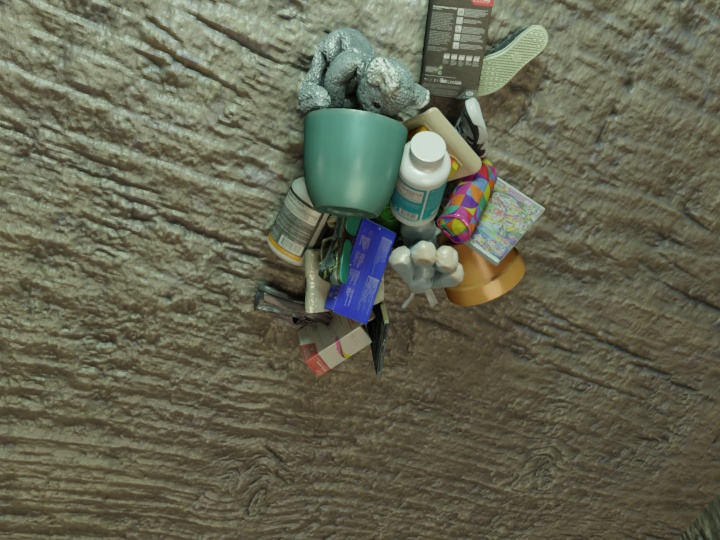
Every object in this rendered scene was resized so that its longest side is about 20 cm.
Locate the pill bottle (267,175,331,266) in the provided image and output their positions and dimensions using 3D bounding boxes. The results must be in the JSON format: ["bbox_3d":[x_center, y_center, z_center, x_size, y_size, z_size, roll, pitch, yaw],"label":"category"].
[{"bbox_3d":[-0.110,-0.121,1.335,0.114,0.117,0.203,18,115,-27],"label":"pill bottle"}]

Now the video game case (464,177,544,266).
[{"bbox_3d":[0.301,-0.114,1.409,0.200,0.142,0.018,-43,159,-27],"label":"video game case"}]

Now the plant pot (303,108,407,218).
[{"bbox_3d":[-0.018,-0.187,1.177,0.195,0.200,0.166,9,87,-22],"label":"plant pot"}]

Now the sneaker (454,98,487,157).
[{"bbox_3d":[0.204,-0.279,1.321,0.111,0.077,0.200,-17,162,9],"label":"sneaker"}]

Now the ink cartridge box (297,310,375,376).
[{"bbox_3d":[-0.047,0.149,1.528,0.197,0.117,0.068,-32,127,6],"label":"ink cartridge box"}]

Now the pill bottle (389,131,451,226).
[{"bbox_3d":[0.120,-0.185,1.268,0.108,0.113,0.201,-11,154,-10],"label":"pill bottle"}]

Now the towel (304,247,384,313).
[{"bbox_3d":[-0.033,0.014,1.360,0.196,0.034,0.137,-4,97,-32],"label":"towel"}]

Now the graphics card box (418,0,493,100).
[{"bbox_3d":[0.184,-0.444,1.243,0.122,0.051,0.205,5,121,1],"label":"graphics card box"}]

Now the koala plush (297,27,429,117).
[{"bbox_3d":[0.018,-0.344,1.160,0.176,0.197,0.189,13,96,-55],"label":"koala plush"}]

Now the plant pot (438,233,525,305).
[{"bbox_3d":[0.268,-0.033,1.481,0.197,0.201,0.142,-28,110,2],"label":"plant pot"}]

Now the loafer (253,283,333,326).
[{"bbox_3d":[-0.159,0.096,1.478,0.197,0.072,0.064,26,80,-22],"label":"loafer"}]

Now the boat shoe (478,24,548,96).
[{"bbox_3d":[0.293,-0.428,1.301,0.198,0.063,0.075,-34,109,23],"label":"boat shoe"}]

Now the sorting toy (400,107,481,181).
[{"bbox_3d":[0.126,-0.237,1.324,0.197,0.037,0.184,-15,137,42],"label":"sorting toy"}]

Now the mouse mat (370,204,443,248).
[{"bbox_3d":[0.075,-0.139,1.425,0.160,0.008,0.198,-37,126,27],"label":"mouse mat"}]

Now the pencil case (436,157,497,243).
[{"bbox_3d":[0.233,-0.153,1.372,0.086,0.202,0.090,20,143,16],"label":"pencil case"}]

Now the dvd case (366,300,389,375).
[{"bbox_3d":[0.039,0.121,1.487,0.015,0.202,0.152,1,122,-9],"label":"dvd case"}]

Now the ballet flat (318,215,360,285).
[{"bbox_3d":[-0.044,-0.073,1.280,0.073,0.074,0.205,23,73,-29],"label":"ballet flat"}]

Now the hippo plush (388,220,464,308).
[{"bbox_3d":[0.152,-0.042,1.402,0.155,0.164,0.202,-3,143,15],"label":"hippo plush"}]

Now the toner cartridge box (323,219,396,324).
[{"bbox_3d":[0.000,0.000,1.334,0.094,0.043,0.205,23,83,-33],"label":"toner cartridge box"}]
